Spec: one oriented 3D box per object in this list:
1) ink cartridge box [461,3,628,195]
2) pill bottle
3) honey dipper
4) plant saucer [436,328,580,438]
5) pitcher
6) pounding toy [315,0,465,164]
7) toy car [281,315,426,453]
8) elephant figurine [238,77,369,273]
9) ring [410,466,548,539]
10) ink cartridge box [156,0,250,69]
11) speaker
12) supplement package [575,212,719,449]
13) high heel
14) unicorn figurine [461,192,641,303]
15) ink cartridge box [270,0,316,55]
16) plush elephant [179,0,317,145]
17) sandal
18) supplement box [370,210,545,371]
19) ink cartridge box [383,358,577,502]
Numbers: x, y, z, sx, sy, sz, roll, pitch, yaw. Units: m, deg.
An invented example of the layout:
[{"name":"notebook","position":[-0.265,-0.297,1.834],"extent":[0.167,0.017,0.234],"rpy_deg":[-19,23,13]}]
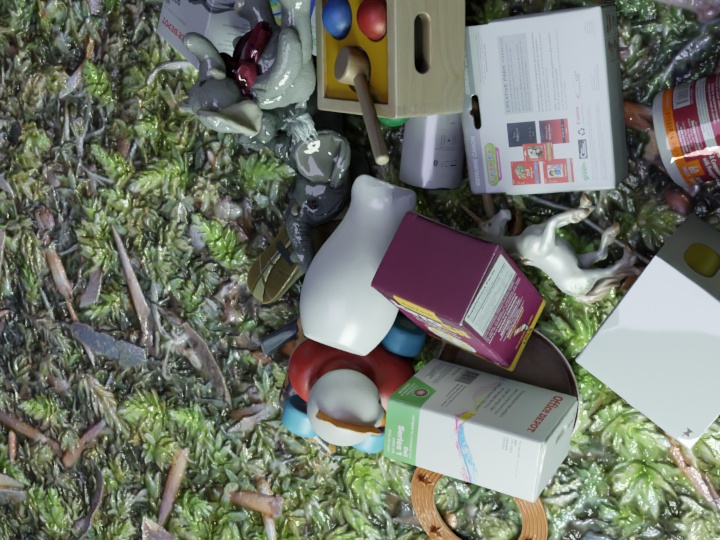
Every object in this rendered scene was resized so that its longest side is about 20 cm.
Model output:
[{"name":"ink cartridge box","position":[0.209,-0.195,1.254],"extent":[0.174,0.084,0.202],"rpy_deg":[-1,104,25]},{"name":"pill bottle","position":[0.418,-0.164,1.139],"extent":[0.199,0.109,0.111],"rpy_deg":[-15,97,31]},{"name":"honey dipper","position":[0.151,-0.112,1.316],"extent":[0.038,0.038,0.202],"rpy_deg":[1,117,28]},{"name":"plant saucer","position":[0.190,0.154,1.399],"extent":[0.199,0.034,0.202],"rpy_deg":[9,109,27]},{"name":"pitcher","position":[0.000,0.000,1.350],"extent":[0.120,0.172,0.202],"rpy_deg":[18,81,4]},{"name":"pounding toy","position":[0.024,-0.234,1.220],"extent":[0.184,0.141,0.202],"rpy_deg":[17,112,52]},{"name":"toy car","position":[-0.004,0.167,1.385],"extent":[0.175,0.200,0.186],"rpy_deg":[16,110,-12]},{"name":"elephant figurine","position":[-0.052,-0.129,1.394],"extent":[0.201,0.141,0.155],"rpy_deg":[55,136,11]},{"name":"ring","position":[0.155,0.325,1.456],"extent":[0.199,0.019,0.202],"rpy_deg":[14,122,24]},{"name":"ink cartridge box","position":[-0.179,-0.369,1.383],"extent":[0.145,0.083,0.201],"rpy_deg":[44,125,45]},{"name":"speaker","position":[0.096,-0.204,1.318],"extent":[0.081,0.081,0.202],"rpy_deg":[14,111,24]},{"name":"supplement package","position":[0.359,0.059,1.182],"extent":[0.151,0.200,0.151],"rpy_deg":[38,119,13]},{"name":"high heel","position":[-0.050,0.151,1.505],"extent":[0.142,0.071,0.201],"rpy_deg":[-31,83,34]},{"name":"unicorn figurine","position":[0.227,-0.029,1.272],"extent":[0.137,0.074,0.200],"rpy_deg":[-38,101,28]},{"name":"ink cartridge box","position":[-0.036,-0.371,1.363],"extent":[0.197,0.047,0.201],"rpy_deg":[30,115,20]},{"name":"plush elephant","position":[-0.140,-0.228,1.260],"extent":[0.164,0.154,0.202],"rpy_deg":[19,124,59]},{"name":"sandal","position":[-0.076,-0.030,1.475],"extent":[0.200,0.054,0.081],"rpy_deg":[-45,68,25]},{"name":"supplement box","position":[0.121,0.028,1.283],"extent":[0.130,0.200,0.104],"rpy_deg":[24,81,32]},{"name":"ink cartridge box","position":[0.148,0.191,1.328],"extent":[0.198,0.145,0.085],"rpy_deg":[13,111,24]}]
